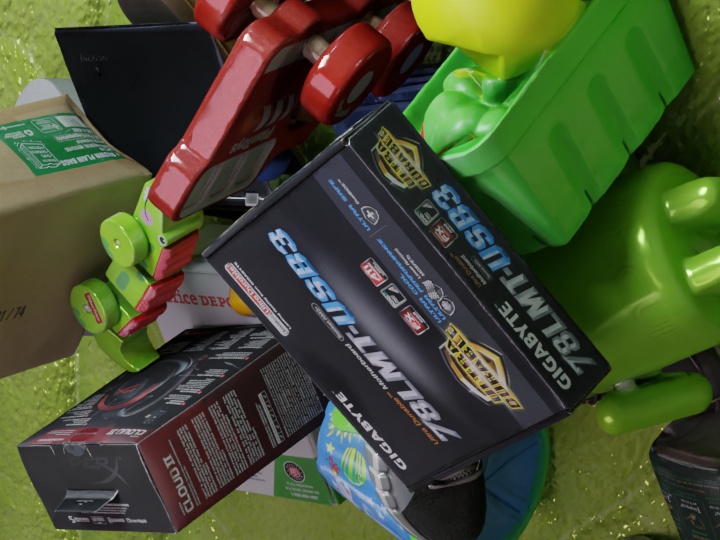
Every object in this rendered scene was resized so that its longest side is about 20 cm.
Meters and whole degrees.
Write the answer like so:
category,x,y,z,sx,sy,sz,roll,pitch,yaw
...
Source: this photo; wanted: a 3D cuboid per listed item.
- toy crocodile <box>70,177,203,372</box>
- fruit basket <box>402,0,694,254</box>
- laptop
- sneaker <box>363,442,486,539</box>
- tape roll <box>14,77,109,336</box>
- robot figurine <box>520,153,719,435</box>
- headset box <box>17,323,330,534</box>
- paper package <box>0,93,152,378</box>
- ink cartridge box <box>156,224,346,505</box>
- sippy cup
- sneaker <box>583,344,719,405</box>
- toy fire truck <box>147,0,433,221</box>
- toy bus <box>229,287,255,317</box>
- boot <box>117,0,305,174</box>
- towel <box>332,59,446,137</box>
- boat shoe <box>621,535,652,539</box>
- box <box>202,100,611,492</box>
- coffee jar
category,x,y,z,sx,sy,sz,roll,pitch,yaw
toy crocodile,-0.151,-0.002,1.717,0.062,0.067,0.200,46,138,16
fruit basket,0.079,-0.134,1.406,0.155,0.215,0.216,-12,108,54
laptop,-0.094,-0.100,1.734,0.187,0.200,0.116,5,87,49
sneaker,0.053,0.105,1.555,0.115,0.075,0.201,18,135,58
tape roll,-0.221,-0.049,1.891,0.200,0.066,0.201,0,90,63
robot figurine,0.156,0.008,1.479,0.200,0.116,0.176,-26,74,33
headset box,-0.135,0.116,1.734,0.148,0.200,0.075,-6,113,47
paper package,-0.272,-0.012,1.715,0.103,0.200,0.191,43,125,23
ink cartridge box,-0.071,0.069,1.866,0.146,0.083,0.201,5,121,49
sippy cup,0.044,0.132,1.726,0.130,0.140,0.178,24,136,36
sneaker,0.144,0.069,1.582,0.200,0.106,0.075,10,125,47
toy fire truck,-0.050,-0.120,1.553,0.112,0.200,0.168,39,117,9
toy bus,0.000,0.000,1.685,0.200,0.078,0.065,-3,83,49
boot,-0.088,-0.153,1.729,0.073,0.076,0.200,1,137,44
towel,0.060,-0.084,1.609,0.200,0.048,0.112,-1,118,51
boat shoe,0.202,0.250,1.640,0.063,0.071,0.200,47,-170,-24
box,0.022,0.022,1.413,0.200,0.050,0.198,50,146,-4
coffee jar,0.260,0.186,1.554,0.104,0.085,0.201,13,128,55
